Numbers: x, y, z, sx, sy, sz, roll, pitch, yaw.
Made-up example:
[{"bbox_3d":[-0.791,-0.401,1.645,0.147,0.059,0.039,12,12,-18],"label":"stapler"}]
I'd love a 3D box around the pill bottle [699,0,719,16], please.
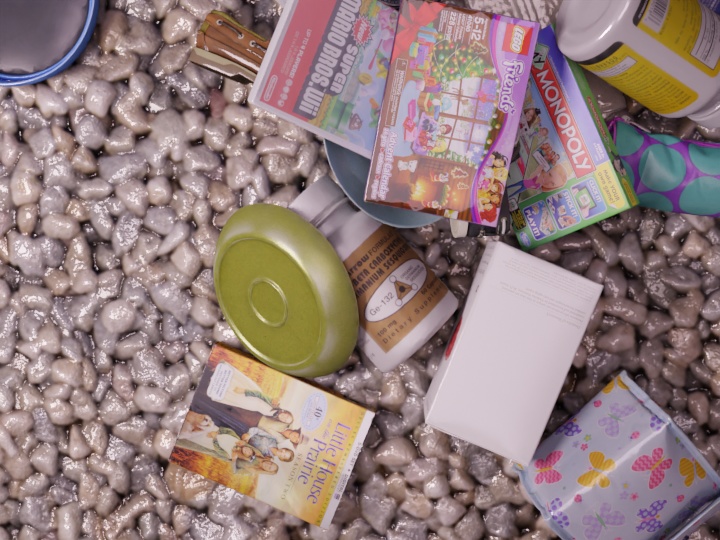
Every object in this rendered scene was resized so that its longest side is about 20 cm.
[{"bbox_3d":[0.424,-0.289,0.994,0.198,0.111,0.112,18,93,1],"label":"pill bottle"}]

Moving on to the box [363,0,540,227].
[{"bbox_3d":[0.087,-0.155,0.936,0.135,0.039,0.202,10,100,-2],"label":"box"}]

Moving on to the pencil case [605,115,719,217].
[{"bbox_3d":[0.349,-0.108,1.018,0.198,0.085,0.093,9,106,2],"label":"pencil case"}]

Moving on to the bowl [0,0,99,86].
[{"bbox_3d":[-0.388,-0.305,1.063,0.198,0.039,0.203,0,92,3],"label":"bowl"}]

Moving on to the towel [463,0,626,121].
[{"bbox_3d":[0.200,-0.244,1.045,0.131,0.034,0.202,-19,92,1],"label":"towel"}]

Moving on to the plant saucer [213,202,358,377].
[{"bbox_3d":[-0.089,0.029,1.006,0.199,0.031,0.202,19,124,31],"label":"plant saucer"}]

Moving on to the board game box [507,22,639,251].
[{"bbox_3d":[0.191,-0.136,1.000,0.134,0.029,0.202,-25,88,41],"label":"board game box"}]

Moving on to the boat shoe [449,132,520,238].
[{"bbox_3d":[0.134,-0.134,0.997,0.067,0.072,0.202,2,101,-2],"label":"boat shoe"}]

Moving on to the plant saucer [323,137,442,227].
[{"bbox_3d":[0.037,-0.145,1.023,0.199,0.039,0.203,3,85,-32],"label":"plant saucer"}]

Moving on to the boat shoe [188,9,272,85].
[{"bbox_3d":[-0.087,-0.225,1.037,0.198,0.072,0.069,22,94,1],"label":"boat shoe"}]

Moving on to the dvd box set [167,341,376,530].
[{"bbox_3d":[-0.099,0.186,1.075,0.198,0.029,0.148,23,93,2],"label":"dvd box set"}]

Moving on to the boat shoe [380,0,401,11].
[{"bbox_3d":[0.079,-0.343,1.028,0.073,0.068,0.200,26,69,12],"label":"boat shoe"}]

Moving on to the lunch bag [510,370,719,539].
[{"bbox_3d":[0.289,0.239,1.007,0.169,0.127,0.200,-40,119,4],"label":"lunch bag"}]

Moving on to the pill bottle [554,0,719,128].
[{"bbox_3d":[0.300,-0.220,0.947,0.199,0.111,0.112,24,93,-26],"label":"pill bottle"}]

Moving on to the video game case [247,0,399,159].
[{"bbox_3d":[0.002,-0.194,0.946,0.199,0.017,0.144,21,94,-29],"label":"video game case"}]

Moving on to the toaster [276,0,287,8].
[{"bbox_3d":[-0.050,-0.332,0.978,0.129,0.200,0.113,-47,124,9],"label":"toaster"}]

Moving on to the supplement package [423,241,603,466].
[{"bbox_3d":[0.156,0.083,1.015,0.119,0.121,0.202,22,92,2],"label":"supplement package"}]

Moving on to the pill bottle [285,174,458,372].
[{"bbox_3d":[0.000,0.000,1.021,0.114,0.114,0.200,-43,90,3],"label":"pill bottle"}]
